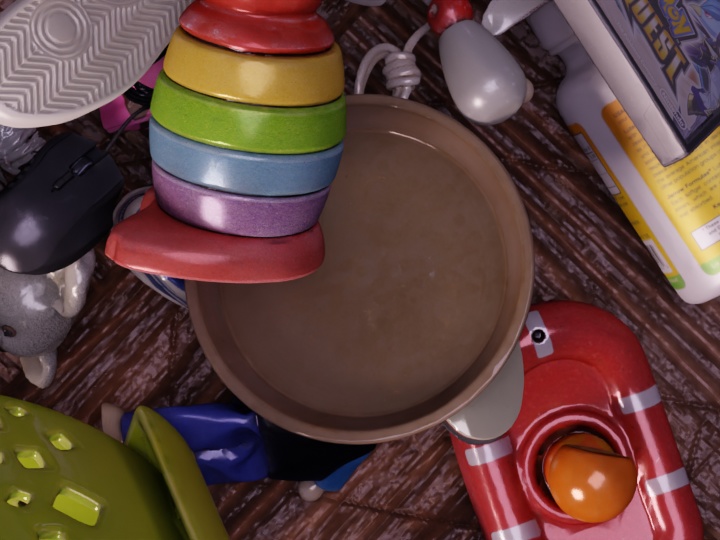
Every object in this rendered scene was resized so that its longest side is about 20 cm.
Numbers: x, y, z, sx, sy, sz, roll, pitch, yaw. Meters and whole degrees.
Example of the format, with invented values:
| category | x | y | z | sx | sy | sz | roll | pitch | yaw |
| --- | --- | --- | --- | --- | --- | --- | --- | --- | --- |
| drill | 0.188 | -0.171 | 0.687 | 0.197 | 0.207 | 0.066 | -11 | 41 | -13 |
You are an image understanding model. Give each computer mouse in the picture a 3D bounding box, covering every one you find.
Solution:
| category | x | y | z | sx | sy | sz | roll | pitch | yaw |
| --- | --- | --- | --- | --- | --- | --- | --- | --- | --- |
| computer mouse | -0.138 | -0.072 | 1.385 | 0.059 | 0.034 | 0.200 | 35 | 61 | 4 |

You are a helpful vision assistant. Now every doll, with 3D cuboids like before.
| category | x | y | z | sx | sy | sz | roll | pitch | yaw |
| --- | --- | --- | --- | --- | --- | --- | --- | --- | --- |
| doll | -0.050 | 0.092 | 1.478 | 0.199 | 0.137 | 0.049 | -9 | 49 | 0 |

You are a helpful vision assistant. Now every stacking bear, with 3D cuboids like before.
| category | x | y | z | sx | sy | sz | roll | pitch | yaw |
| --- | --- | --- | --- | --- | --- | --- | --- | --- | --- |
| stacking bear | -0.060 | -0.105 | 1.322 | 0.113 | 0.121 | 0.201 | 11 | 109 | 7 |

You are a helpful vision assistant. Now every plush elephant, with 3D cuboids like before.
| category | x | y | z | sx | sy | sz | roll | pitch | yaw |
| --- | --- | --- | --- | --- | --- | --- | --- | --- | --- |
| plush elephant | -0.230 | 0.003 | 1.429 | 0.200 | 0.165 | 0.155 | -29 | 66 | -27 |

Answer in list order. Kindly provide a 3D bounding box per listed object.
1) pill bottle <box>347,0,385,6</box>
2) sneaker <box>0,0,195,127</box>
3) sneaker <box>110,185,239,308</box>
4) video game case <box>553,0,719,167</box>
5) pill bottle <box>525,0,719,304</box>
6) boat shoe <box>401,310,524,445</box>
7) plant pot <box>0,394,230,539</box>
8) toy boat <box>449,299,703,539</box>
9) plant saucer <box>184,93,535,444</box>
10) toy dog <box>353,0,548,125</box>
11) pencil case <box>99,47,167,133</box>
| category | x | y | z | sx | sy | sz | roll | pitch | yaw |
| --- | --- | --- | --- | --- | --- | --- | --- | --- | --- |
| pill bottle | 0.021 | -0.253 | 1.387 | 0.112 | 0.112 | 0.200 | 27 | 82 | -5 |
| sneaker | -0.145 | -0.137 | 1.375 | 0.200 | 0.084 | 0.075 | -39 | 102 | -31 |
| sneaker | -0.060 | 0.017 | 1.482 | 0.200 | 0.088 | 0.075 | 27 | 86 | -6 |
| video game case | 0.166 | -0.183 | 1.418 | 0.200 | 0.025 | 0.181 | 56 | 45 | -6 |
| pill bottle | 0.187 | -0.091 | 1.489 | 0.111 | 0.111 | 0.200 | -34 | 93 | -4 |
| boat shoe | 0.035 | 0.020 | 1.465 | 0.071 | 0.063 | 0.200 | -15 | 65 | -26 |
| plant pot | -0.174 | 0.194 | 1.387 | 0.181 | 0.200 | 0.199 | 0 | 128 | -26 |
| toy boat | 0.130 | 0.117 | 1.477 | 0.130 | 0.131 | 0.201 | -20 | 92 | -5 |
| plant saucer | 0.000 | 0.000 | 1.410 | 0.199 | 0.029 | 0.201 | -2 | 78 | 7 |
| toy dog | 0.065 | -0.173 | 1.475 | 0.096 | 0.132 | 0.201 | 7 | 75 | -40 |
| pencil case | -0.167 | -0.172 | 1.473 | 0.200 | 0.094 | 0.091 | 56 | 42 | -3 |
